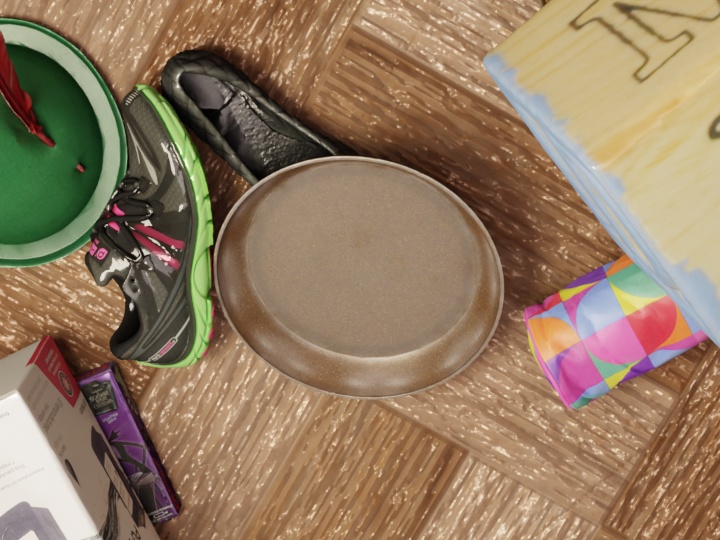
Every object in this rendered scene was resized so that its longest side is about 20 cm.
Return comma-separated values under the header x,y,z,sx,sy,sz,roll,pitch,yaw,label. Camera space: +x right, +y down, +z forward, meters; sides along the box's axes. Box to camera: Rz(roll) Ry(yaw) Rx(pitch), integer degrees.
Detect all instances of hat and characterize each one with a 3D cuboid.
x,y,z,sx,sy,sz,roll,pitch,yaw,label
-0.249,-0.077,1.526,0.165,0.176,0.201,-27,102,7,hat

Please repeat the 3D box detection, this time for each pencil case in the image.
x,y,z,sx,sy,sz,roll,pitch,yaw,label
0.211,0.022,1.597,0.199,0.088,0.089,-26,103,8,pencil case

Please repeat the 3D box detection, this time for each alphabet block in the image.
x,y,z,sx,sy,sz,roll,pitch,yaw,label
0.229,-0.102,1.472,0.200,0.197,0.196,-40,123,2,alphabet block

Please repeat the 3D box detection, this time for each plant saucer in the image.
x,y,z,sx,sy,sz,roll,pitch,yaw,label
0.000,0.000,1.591,0.198,0.032,0.201,5,126,6,plant saucer

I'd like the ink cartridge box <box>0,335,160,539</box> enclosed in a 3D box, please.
x,y,z,sx,sy,sz,roll,pitch,yaw,label
-0.206,0.164,1.577,0.084,0.145,0.201,-26,101,7,ink cartridge box

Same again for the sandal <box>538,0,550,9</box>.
x,y,z,sx,sy,sz,roll,pitch,yaw,label
0.159,-0.178,1.559,0.080,0.054,0.201,-22,105,6,sandal

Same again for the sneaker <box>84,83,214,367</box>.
x,y,z,sx,sy,sz,roll,pitch,yaw,label
-0.145,-0.025,1.581,0.083,0.077,0.202,-8,107,-16,sneaker

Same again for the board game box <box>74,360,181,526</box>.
x,y,z,sx,sy,sz,roll,pitch,yaw,label
-0.241,0.157,1.665,0.199,0.032,0.121,-23,99,7,board game box

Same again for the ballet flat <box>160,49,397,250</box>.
x,y,z,sx,sy,sz,roll,pitch,yaw,label
-0.056,-0.075,1.587,0.199,0.057,0.067,36,102,-9,ballet flat
